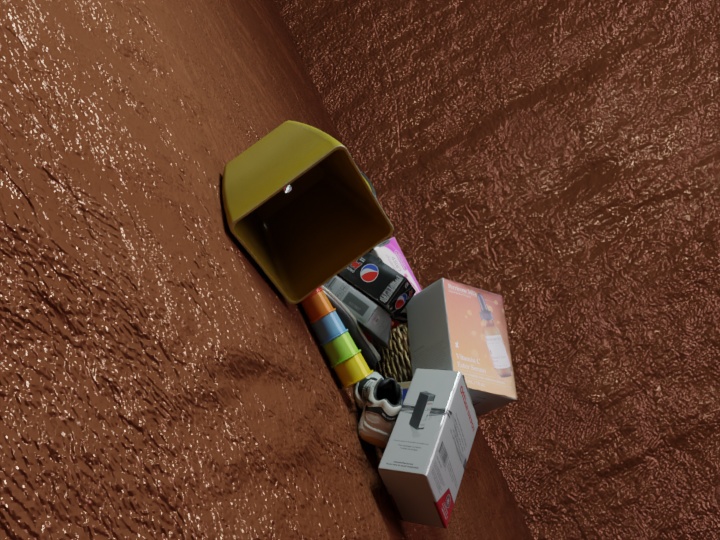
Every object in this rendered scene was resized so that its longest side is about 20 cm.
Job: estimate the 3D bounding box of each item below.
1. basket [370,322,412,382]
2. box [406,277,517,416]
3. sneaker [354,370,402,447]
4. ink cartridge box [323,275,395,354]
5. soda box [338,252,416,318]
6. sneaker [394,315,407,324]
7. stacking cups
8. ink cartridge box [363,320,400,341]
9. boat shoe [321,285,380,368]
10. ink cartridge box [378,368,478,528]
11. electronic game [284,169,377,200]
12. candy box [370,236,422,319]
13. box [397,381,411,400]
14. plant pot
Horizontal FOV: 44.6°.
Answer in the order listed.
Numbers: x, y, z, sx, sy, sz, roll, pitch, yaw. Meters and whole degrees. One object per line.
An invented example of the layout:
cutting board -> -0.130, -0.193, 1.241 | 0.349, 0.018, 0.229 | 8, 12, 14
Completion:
basket -> 0.106, 0.224, 1.717 | 0.149, 0.142, 0.201 | 43, 24, -55
box -> 0.175, 0.137, 1.544 | 0.151, 0.106, 0.202 | 15, 57, -33
sneaker -> 0.040, 0.210, 1.460 | 0.075, 0.088, 0.200 | 21, 18, -13
ink cartridge box -> -0.007, 0.070, 1.610 | 0.162, 0.057, 0.200 | 35, -2, 28
soda box -> 0.000, 0.000, 1.557 | 0.199, 0.064, 0.071 | 35, -7, 28
sneaker -> 0.071, 0.065, 1.793 | 0.200, 0.071, 0.098 | 31, 4, 33
stacking cups -> -0.048, 0.091, 1.439 | 0.201, 0.060, 0.060 | 64, 7, 2
ink cartridge box -> 0.091, 0.195, 1.841 | 0.201, 0.115, 0.067 | 67, 9, 25
boat shoe -> -0.034, 0.108, 1.514 | 0.067, 0.057, 0.201 | 19, -30, 55
ink cartridge box -> 0.112, 0.276, 1.386 | 0.201, 0.083, 0.145 | -63, 145, -40
electronic game -> -0.069, -0.121, 1.565 | 0.042, 0.198, 0.201 | 96, -25, -57
candy box -> 0.020, 0.031, 1.677 | 0.199, 0.061, 0.137 | -22, -83, 53
box -> 0.087, 0.305, 1.519 | 0.121, 0.032, 0.202 | 71, 14, -69
plant pot -> -0.100, -0.111, 1.348 | 0.177, 0.199, 0.200 | 54, -1, 45
